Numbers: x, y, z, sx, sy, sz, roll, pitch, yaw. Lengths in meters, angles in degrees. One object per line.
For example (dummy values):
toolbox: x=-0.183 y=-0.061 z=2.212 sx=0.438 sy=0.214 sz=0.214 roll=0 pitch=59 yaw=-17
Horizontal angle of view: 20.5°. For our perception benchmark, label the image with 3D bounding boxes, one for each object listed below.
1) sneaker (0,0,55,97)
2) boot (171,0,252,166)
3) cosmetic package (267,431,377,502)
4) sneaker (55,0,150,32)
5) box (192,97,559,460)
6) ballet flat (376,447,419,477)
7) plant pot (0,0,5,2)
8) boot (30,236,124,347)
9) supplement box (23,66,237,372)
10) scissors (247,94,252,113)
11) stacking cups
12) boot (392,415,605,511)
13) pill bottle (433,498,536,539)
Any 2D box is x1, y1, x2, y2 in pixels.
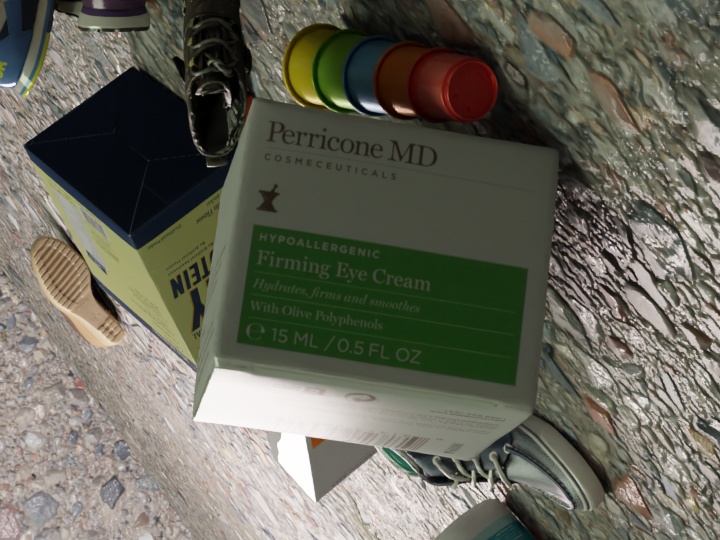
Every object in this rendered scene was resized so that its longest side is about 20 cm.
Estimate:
sneaker: x=-0.297 y=-0.250 z=1.686 sx=0.082 sy=0.200 sz=0.074 roll=10 pitch=165 yaw=-14
boot: x=-0.090 y=-0.184 z=1.252 sx=0.200 sy=0.069 sz=0.174 roll=88 pitch=178 yaw=-54
cosmetic package: x=-0.034 y=0.136 z=1.921 sx=0.071 sy=0.101 sz=0.200 roll=45 pitch=164 yaw=21
sneaker: x=-0.212 y=-0.254 z=1.665 sx=0.200 sy=0.076 sz=0.088 roll=-142 pitch=50 yaw=-67
box: x=0.005 y=0.012 z=1.263 sx=0.199 sy=0.172 sz=0.200 roll=9 pitch=164 yaw=-7
ballet flat: x=0.013 y=0.091 z=1.783 sx=0.200 sy=0.069 sz=0.069 roll=56 pitch=164 yaw=1
plant pot: x=-0.305 y=-0.329 z=1.531 sx=0.200 sy=0.200 sz=0.177 roll=36 pitch=145 yaw=45
boot: x=-0.422 y=0.027 z=2.827 sx=0.200 sy=0.072 sz=0.166 roll=55 pitch=163 yaw=-23
supplement box: x=-0.180 y=-0.045 z=1.871 sx=0.200 sy=0.134 sz=0.200 roll=37 pitch=159 yaw=42
scissors: x=-0.094 y=-0.146 z=1.638 sx=0.073 sy=0.014 sz=0.200 roll=53 pitch=164 yaw=6
stacking cups: x=0.022 y=-0.128 z=1.284 sx=0.200 sy=0.060 sz=0.061 roll=13 pitch=139 yaw=59
boot: x=0.101 y=0.152 z=1.592 sx=0.200 sy=0.090 sz=0.073 roll=35 pitch=157 yaw=46
pill bottle: x=0.145 y=0.309 z=1.777 sx=0.200 sy=0.111 sz=0.111 roll=48 pitch=164 yaw=16
